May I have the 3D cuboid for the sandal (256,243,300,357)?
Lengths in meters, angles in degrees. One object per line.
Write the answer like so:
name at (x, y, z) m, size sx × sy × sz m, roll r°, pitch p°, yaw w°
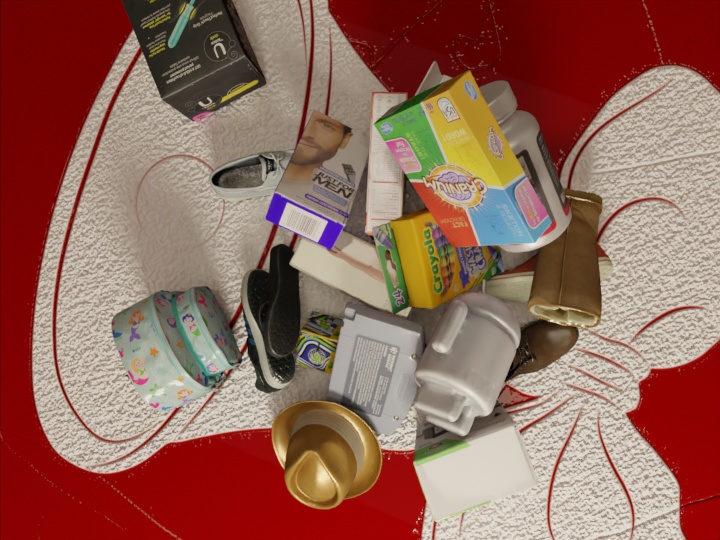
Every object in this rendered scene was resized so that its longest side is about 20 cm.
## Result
sandal at (-0.129, 0.051, 0.836) m, size 0.047 × 0.075 × 0.203 m, roll -22°, pitch 46°, yaw 22°

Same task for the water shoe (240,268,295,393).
water shoe at (-0.165, 0.098, 0.868) m, size 0.079 × 0.071 × 0.204 m, roll -36°, pitch 61°, yaw 41°

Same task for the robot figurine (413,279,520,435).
robot figurine at (0.146, 0.115, 0.724) m, size 0.111 × 0.170 × 0.202 m, roll 11°, pitch 60°, yaw 38°

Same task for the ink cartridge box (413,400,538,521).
ink cartridge box at (0.156, 0.261, 0.770) m, size 0.143 × 0.200 × 0.086 m, roll -22°, pitch 84°, yaw 5°

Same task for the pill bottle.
pill bottle at (0.192, -0.134, 0.698) m, size 0.109 × 0.111 × 0.202 m, roll -31°, pitch 116°, yaw 4°

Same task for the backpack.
backpack at (-0.278, 0.114, 0.817) m, size 0.149 × 0.200 × 0.180 m, roll -27°, pitch 86°, yaw 5°

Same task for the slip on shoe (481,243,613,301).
slip on shoe at (0.285, 0.001, 0.834) m, size 0.196 × 0.074 × 0.062 m, roll -15°, pitch 56°, yaw 10°

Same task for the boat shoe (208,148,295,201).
boat shoe at (-0.150, -0.158, 0.871) m, size 0.197 × 0.072 × 0.072 m, roll -13°, pitch 87°, yaw 2°

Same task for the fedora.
fedora at (-0.061, 0.295, 0.815) m, size 0.196 × 0.082 × 0.205 m, roll 6°, pitch 117°, yaw 11°

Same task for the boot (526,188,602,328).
boot at (0.266, -0.031, 0.779) m, size 0.172 × 0.066 × 0.203 m, roll 8°, pitch 62°, yaw 19°

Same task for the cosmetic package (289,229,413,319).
cosmetic package at (0.000, 0.000, 0.840) m, size 0.197 × 0.103 × 0.089 m, roll 26°, pitch 89°, yaw 4°

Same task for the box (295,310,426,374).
box at (0.002, 0.131, 0.845) m, size 0.196 × 0.070 × 0.065 m, roll 15°, pitch 115°, yaw 6°

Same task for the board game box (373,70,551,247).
board game box at (0.120, -0.120, 0.646) m, size 0.040 × 0.152 × 0.201 m, roll -44°, pitch 110°, yaw -22°

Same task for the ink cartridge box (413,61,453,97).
ink cartridge box at (0.130, -0.194, 0.776) m, size 0.067 × 0.199 × 0.119 m, roll 31°, pitch 92°, yaw 25°

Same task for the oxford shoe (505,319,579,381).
oxford shoe at (0.248, 0.132, 0.821) m, size 0.197 × 0.084 × 0.074 m, roll -26°, pitch 85°, yaw 3°

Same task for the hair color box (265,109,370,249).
hair color box at (-0.057, -0.141, 0.801) m, size 0.108 × 0.065 × 0.202 m, roll 24°, pitch 48°, yaw -10°

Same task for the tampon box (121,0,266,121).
tampon box at (-0.267, -0.378, 0.862) m, size 0.147 × 0.126 × 0.203 m, roll -24°, pitch 87°, yaw 5°

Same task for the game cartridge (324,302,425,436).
game cartridge at (0.023, 0.150, 0.787) m, size 0.130 × 0.042 × 0.203 m, roll 14°, pitch 120°, yaw 2°

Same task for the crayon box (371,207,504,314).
crayon box at (0.118, -0.028, 0.766) m, size 0.198 × 0.051 × 0.128 m, roll -22°, pitch 103°, yaw -34°

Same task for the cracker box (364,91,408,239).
cracker box at (0.043, -0.151, 0.822) m, size 0.056 × 0.134 × 0.205 m, roll 3°, pitch 90°, yaw 5°
